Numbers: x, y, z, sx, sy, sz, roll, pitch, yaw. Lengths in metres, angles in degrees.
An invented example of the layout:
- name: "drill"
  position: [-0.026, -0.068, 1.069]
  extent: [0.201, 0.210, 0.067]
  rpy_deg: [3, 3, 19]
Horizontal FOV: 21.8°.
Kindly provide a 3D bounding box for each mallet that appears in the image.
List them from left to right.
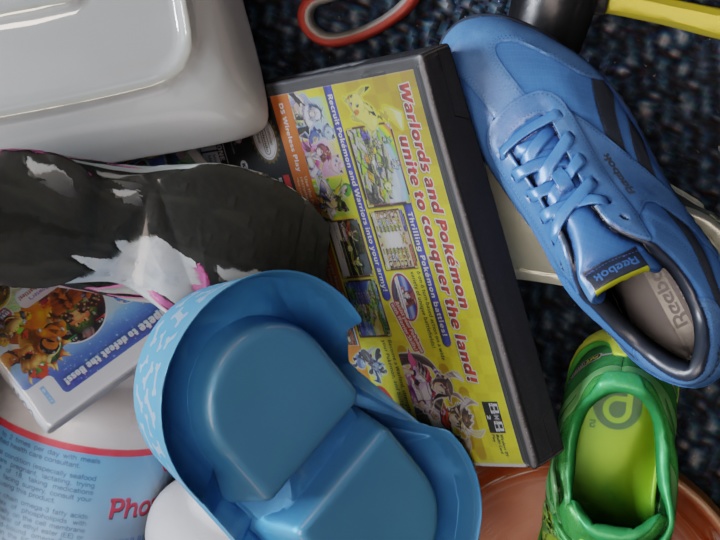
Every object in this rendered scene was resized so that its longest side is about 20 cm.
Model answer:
- name: "mallet"
  position: [0.171, -0.128, 0.891]
  extent: [0.200, 0.041, 0.066]
  rpy_deg: [7, 106, 8]

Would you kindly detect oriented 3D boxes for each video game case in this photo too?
- name: "video game case"
  position: [-0.155, -0.041, 0.917]
  extent: [0.143, 0.018, 0.200]
  rpy_deg: [-36, 83, -17]
- name: "video game case"
  position: [0.000, 0.000, 0.911]
  extent: [0.181, 0.025, 0.200]
  rpy_deg: [-5, 106, 47]

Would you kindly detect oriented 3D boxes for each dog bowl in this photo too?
- name: "dog bowl"
  position: [-0.026, 0.085, 0.854]
  extent: [0.111, 0.050, 0.200]
  rpy_deg: [-49, 118, -20]

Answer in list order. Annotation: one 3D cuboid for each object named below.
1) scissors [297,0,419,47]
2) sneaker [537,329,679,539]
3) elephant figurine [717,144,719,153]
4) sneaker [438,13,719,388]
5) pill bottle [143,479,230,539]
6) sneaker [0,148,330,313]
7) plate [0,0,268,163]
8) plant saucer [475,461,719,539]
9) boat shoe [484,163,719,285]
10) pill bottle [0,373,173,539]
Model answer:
- name: "scissors"
  position: [0.051, -0.176, 0.922]
  extent: [0.200, 0.014, 0.073]
  rpy_deg: [-23, 93, 16]
- name: "sneaker"
  position: [0.115, 0.129, 0.898]
  extent: [0.074, 0.084, 0.200]
  rpy_deg: [2, 102, 13]
- name: "elephant figurine"
  position: [0.242, 0.007, 0.813]
  extent: [0.155, 0.200, 0.142]
  rpy_deg: [-11, 99, 16]
- name: "sneaker"
  position: [0.102, -0.034, 0.839]
  extent: [0.066, 0.078, 0.200]
  rpy_deg: [-37, 88, 19]
- name: "pill bottle"
  position: [-0.062, 0.179, 0.956]
  extent: [0.112, 0.112, 0.200]
  rpy_deg: [15, 113, 10]
- name: "sneaker"
  position: [-0.109, -0.022, 0.871]
  extent: [0.200, 0.086, 0.080]
  rpy_deg: [16, 90, -28]
- name: "plate"
  position: [-0.159, -0.144, 0.890]
  extent: [0.200, 0.032, 0.200]
  rpy_deg: [-12, 85, -1]
- name: "plant saucer"
  position: [0.108, 0.181, 0.970]
  extent: [0.200, 0.032, 0.200]
  rpy_deg: [2, 101, 12]
- name: "boat shoe"
  position: [0.087, -0.034, 0.916]
  extent: [0.200, 0.062, 0.073]
  rpy_deg: [20, 109, 9]
- name: "pill bottle"
  position: [-0.152, 0.104, 0.977]
  extent: [0.109, 0.109, 0.200]
  rpy_deg: [17, 105, 10]
